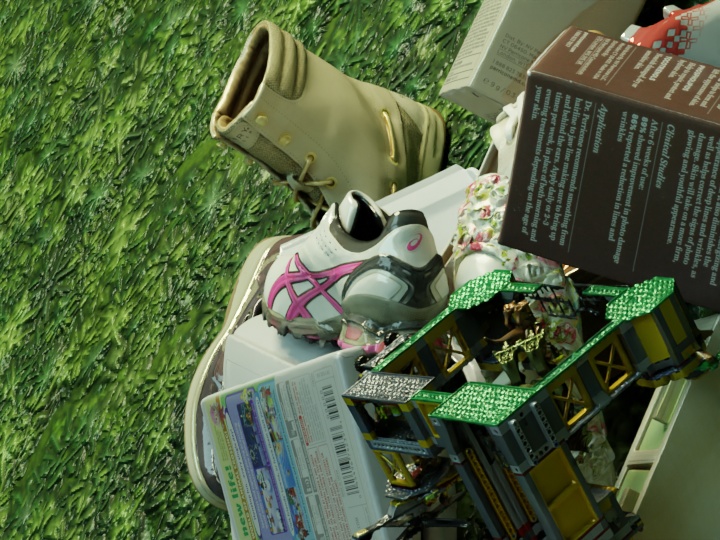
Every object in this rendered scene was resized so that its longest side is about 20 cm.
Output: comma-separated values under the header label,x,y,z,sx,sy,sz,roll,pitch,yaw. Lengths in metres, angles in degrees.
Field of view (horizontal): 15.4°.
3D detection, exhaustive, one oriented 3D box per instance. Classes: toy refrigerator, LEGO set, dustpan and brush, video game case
label,x,y,z,sx,sy,sz,roll,pitch,yaw
toy refrigerator,0.155,0.126,1.320,0.076,0.070,0.201,146,149,-82
LEGO set,0.091,0.083,1.306,0.199,0.116,0.154,-4,30,50
dustpan and brush,0.048,0.027,1.586,0.139,0.057,0.201,-25,65,-10
video game case,-0.020,0.153,1.471,0.182,0.022,0.201,-22,83,61

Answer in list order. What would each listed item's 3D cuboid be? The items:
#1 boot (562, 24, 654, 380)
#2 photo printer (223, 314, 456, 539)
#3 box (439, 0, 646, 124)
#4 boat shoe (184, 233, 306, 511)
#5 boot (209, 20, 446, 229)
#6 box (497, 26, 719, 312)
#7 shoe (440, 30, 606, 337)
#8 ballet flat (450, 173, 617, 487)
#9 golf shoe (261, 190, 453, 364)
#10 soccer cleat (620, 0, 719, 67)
label,x,y,z,sx,sy,sz,roll,pitch,yaw
boot,0.139,-0.039,1.509,0.201,0.076,0.156,-60,21,23
photo printer,-0.010,0.124,1.544,0.200,0.069,0.168,20,116,60
box,0.131,-0.180,1.608,0.201,0.077,0.095,-64,9,-3
boat shoe,-0.059,0.060,1.738,0.065,0.072,0.201,-27,38,52
boot,-0.028,-0.047,1.690,0.073,0.155,0.201,-21,48,49
box,0.176,-0.041,1.301,0.075,0.199,0.101,-46,-30,-56
shoe,0.085,-0.047,1.488,0.070,0.053,0.201,-74,5,-67
ballet flat,0.086,0.048,1.423,0.075,0.064,0.201,-20,89,49
golf shoe,0.000,0.000,1.498,0.200,0.072,0.093,-168,78,-66
soccer cleat,0.199,-0.108,1.397,0.200,0.069,0.085,-37,55,-27
